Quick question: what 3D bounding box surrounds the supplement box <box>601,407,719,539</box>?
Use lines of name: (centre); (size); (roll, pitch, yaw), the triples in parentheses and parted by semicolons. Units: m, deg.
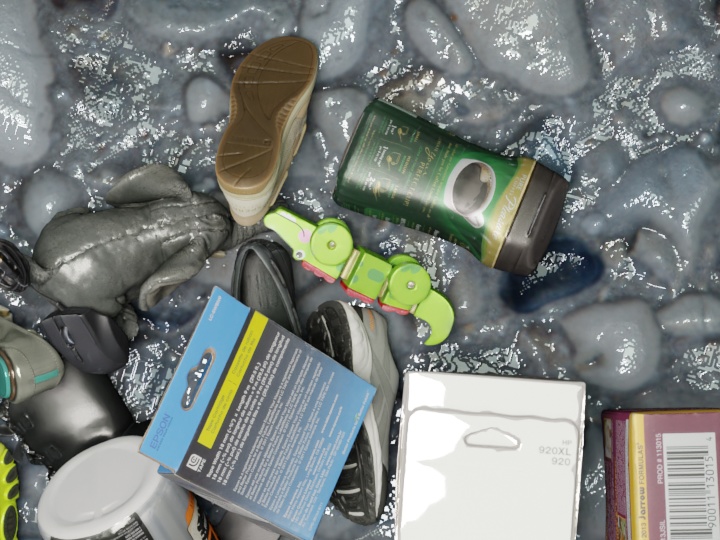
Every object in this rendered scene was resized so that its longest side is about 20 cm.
supplement box: (0.266, 0.181, 1.216); (0.103, 0.200, 0.131); (-2, 86, 2)

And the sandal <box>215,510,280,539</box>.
sandal: (-0.079, 0.192, 1.310); (0.076, 0.043, 0.201); (20, 87, 4)

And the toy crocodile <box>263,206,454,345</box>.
toy crocodile: (0.000, 0.000, 1.297); (0.200, 0.068, 0.062); (27, 95, -10)

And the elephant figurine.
elephant figurine: (-0.180, -0.031, 1.274); (0.200, 0.155, 0.142); (-24, 119, 13)

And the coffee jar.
coffee jar: (0.082, -0.073, 1.301); (0.200, 0.085, 0.105); (23, 84, 5)

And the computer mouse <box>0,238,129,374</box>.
computer mouse: (-0.259, 0.036, 1.211); (0.058, 0.200, 0.034); (-8, 55, 28)

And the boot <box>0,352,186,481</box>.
boot: (-0.218, 0.131, 1.309); (0.198, 0.073, 0.163); (-38, 84, 2)

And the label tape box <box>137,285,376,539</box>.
label tape box: (-0.095, 0.116, 1.168); (0.200, 0.063, 0.145); (36, 71, -38)

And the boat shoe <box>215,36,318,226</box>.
boat shoe: (-0.084, -0.129, 1.303); (0.072, 0.065, 0.200); (8, 53, 8)

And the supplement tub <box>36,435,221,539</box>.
supplement tub: (-0.178, 0.248, 1.227); (0.122, 0.123, 0.200); (-24, 124, 1)

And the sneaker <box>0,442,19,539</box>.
sneaker: (-0.357, 0.250, 1.315); (0.083, 0.074, 0.201); (4, 90, 31)

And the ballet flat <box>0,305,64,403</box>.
ballet flat: (-0.331, 0.062, 1.299); (0.064, 0.200, 0.068); (-18, 122, -35)

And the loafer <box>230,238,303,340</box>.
loafer: (-0.081, 0.072, 1.263); (0.068, 0.070, 0.201); (-8, 88, 12)

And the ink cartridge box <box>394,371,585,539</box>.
ink cartridge box: (0.105, 0.160, 1.226); (0.147, 0.200, 0.145); (3, 86, 3)

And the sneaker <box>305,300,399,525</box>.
sneaker: (0.006, 0.126, 1.293); (0.074, 0.079, 0.201); (-12, 79, 45)
